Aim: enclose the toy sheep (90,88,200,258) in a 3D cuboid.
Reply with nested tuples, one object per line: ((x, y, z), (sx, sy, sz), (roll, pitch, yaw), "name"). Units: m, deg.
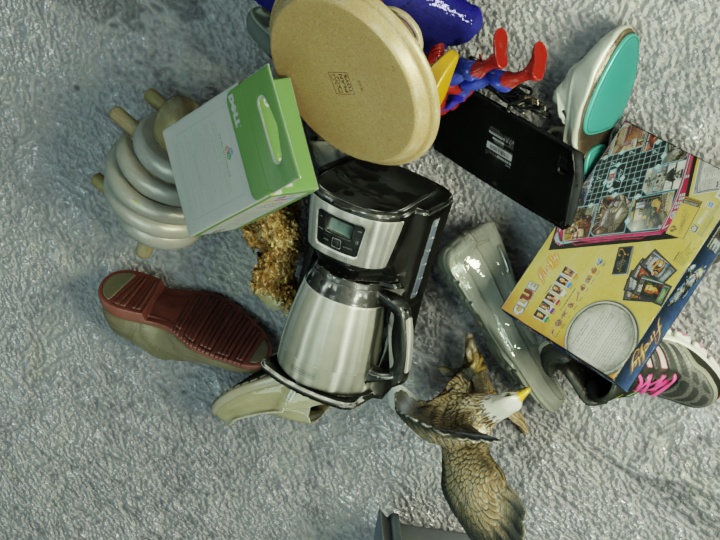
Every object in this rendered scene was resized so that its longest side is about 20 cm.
((-0.194, -0.090, 1.738), (0.137, 0.138, 0.201), (32, 136, 11), "toy sheep")

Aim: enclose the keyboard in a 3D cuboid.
((0.139, -0.122, 1.577), (0.200, 0.039, 0.105), (37, 129, 43), "keyboard")

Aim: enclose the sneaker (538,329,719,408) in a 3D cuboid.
((0.238, 0.090, 1.585), (0.199, 0.088, 0.074), (26, 143, -18), "sneaker")

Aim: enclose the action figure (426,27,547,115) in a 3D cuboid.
((0.085, -0.170, 1.545), (0.200, 0.065, 0.052), (-17, 68, 58), "action figure")

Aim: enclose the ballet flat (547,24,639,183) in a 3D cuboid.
((0.195, -0.128, 1.568), (0.069, 0.069, 0.202), (18, 118, 19), "ballet flat")

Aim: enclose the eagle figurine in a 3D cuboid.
((0.096, 0.152, 1.624), (0.151, 0.201, 0.152), (21, 127, -3), "eagle figurine")

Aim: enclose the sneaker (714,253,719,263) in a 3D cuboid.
((0.246, -0.024, 1.591), (0.199, 0.070, 0.083), (-22, 78, 33), "sneaker")

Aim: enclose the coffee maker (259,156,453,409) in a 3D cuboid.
((0.000, 0.000, 1.638), (0.134, 0.192, 0.201), (16, 111, 0), "coffee maker")

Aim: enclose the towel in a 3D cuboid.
((-0.004, -0.246, 1.553), (0.199, 0.050, 0.147), (27, 154, -22), "towel")

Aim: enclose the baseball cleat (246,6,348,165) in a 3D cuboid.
((-0.041, -0.161, 1.663), (0.200, 0.070, 0.107), (39, 122, 8), "baseball cleat")

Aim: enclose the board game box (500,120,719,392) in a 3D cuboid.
((0.229, -0.015, 1.517), (0.135, 0.035, 0.201), (33, 88, 37), "board game box")

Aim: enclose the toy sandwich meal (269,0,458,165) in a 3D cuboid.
((0.003, -0.176, 1.524), (0.204, 0.070, 0.206), (29, 142, 25), "toy sandwich meal")

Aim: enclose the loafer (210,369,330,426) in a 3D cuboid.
((-0.067, 0.126, 1.792), (0.199, 0.076, 0.069), (-23, 94, 31), "loafer")

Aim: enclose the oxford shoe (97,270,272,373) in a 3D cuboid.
((-0.180, 0.064, 1.840), (0.199, 0.071, 0.075), (24, 143, 18), "oxford shoe")

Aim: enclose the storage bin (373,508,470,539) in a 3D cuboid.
((0.075, 0.349, 1.793), (0.133, 0.146, 0.202), (5, 115, -5), "storage bin")

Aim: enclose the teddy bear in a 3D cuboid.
((-0.079, -0.057, 1.681), (0.066, 0.145, 0.202), (-5, 88, 6), "teddy bear")

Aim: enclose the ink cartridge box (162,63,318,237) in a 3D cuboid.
((-0.095, -0.106, 1.554), (0.200, 0.059, 0.105), (-23, 80, 54), "ink cartridge box")

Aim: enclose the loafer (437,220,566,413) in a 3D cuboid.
((0.146, 0.046, 1.657), (0.070, 0.070, 0.201), (-35, 113, -8), "loafer")
